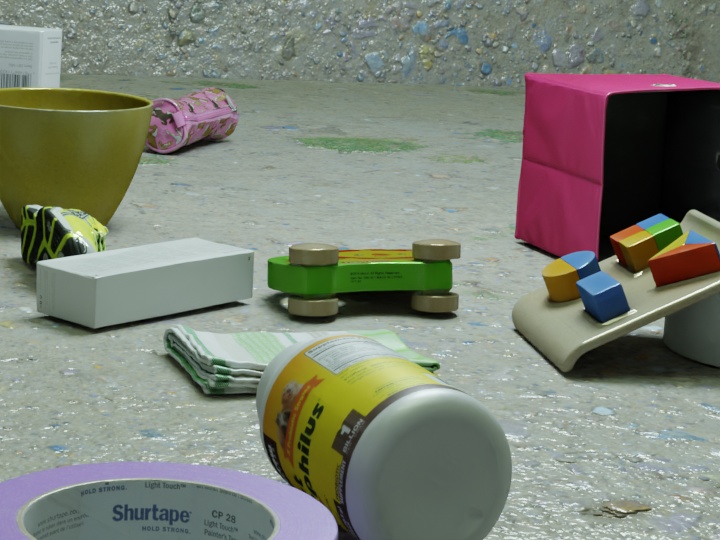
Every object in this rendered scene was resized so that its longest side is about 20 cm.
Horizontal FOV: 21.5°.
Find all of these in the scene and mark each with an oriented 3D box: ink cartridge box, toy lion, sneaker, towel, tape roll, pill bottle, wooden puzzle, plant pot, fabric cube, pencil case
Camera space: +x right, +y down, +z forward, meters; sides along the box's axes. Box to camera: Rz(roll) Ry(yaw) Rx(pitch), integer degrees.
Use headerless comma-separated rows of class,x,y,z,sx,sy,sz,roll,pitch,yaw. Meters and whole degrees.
ink cartridge box,-0.444,-0.196,2.295,0.145,0.202,0.084,6,9,8
toy lion,0.000,0.000,1.835,0.198,0.069,0.191,-2,6,-22
sneaker,-0.279,-0.030,1.849,0.076,0.076,0.200,-2,14,-21
towel,-0.050,0.066,1.554,0.198,0.031,0.149,-1,13,-20
tape roll,0.375,0.038,1.709,0.200,0.071,0.203,2,11,0
pill bottle,0.005,0.104,1.189,0.108,0.110,0.200,-2,12,-24
tape roll,-0.112,0.161,0.996,0.198,0.066,0.200,3,11,-1
wooden puzzle,0.234,0.005,1.668,0.199,0.047,0.185,-28,16,-4
plant pot,-0.331,-0.119,2.092,0.198,0.143,0.200,4,12,-1
fabric cube,0.303,-0.114,2.100,0.194,0.202,0.199,-2,12,-21
pencil case,-0.250,-0.218,2.752,0.083,0.087,0.200,39,21,11

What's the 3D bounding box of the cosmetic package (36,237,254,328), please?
cosmetic package,-0.194,0.010,1.731,0.082,0.051,0.199,10,14,40
